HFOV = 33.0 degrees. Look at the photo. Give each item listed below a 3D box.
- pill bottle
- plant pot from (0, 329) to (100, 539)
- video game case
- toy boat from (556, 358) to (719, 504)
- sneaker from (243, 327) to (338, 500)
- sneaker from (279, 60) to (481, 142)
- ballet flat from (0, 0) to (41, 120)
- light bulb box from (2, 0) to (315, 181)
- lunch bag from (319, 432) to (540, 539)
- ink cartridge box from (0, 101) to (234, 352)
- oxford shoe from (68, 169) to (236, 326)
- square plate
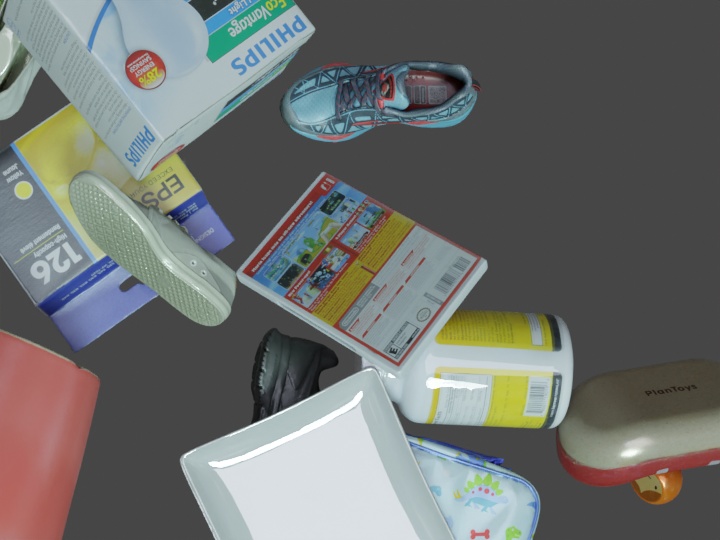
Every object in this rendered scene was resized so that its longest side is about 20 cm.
[{"bbox_3d":[0.097,0.093,1.174,0.199,0.112,0.112,4,85,-5],"label":"pill bottle"},{"bbox_3d":[-0.336,0.153,1.101,0.200,0.200,0.178,23,74,-3],"label":"plant pot"},{"bbox_3d":[0.000,0.000,1.162,0.200,0.017,0.143,30,69,24],"label":"video game case"},{"bbox_3d":[0.291,0.173,1.195,0.200,0.131,0.131,-8,117,-9],"label":"toy boat"},{"bbox_3d":[-0.068,0.160,1.176,0.091,0.076,0.200,11,87,-12],"label":"sneaker"},{"bbox_3d":[0.019,-0.179,1.197,0.200,0.096,0.080,-9,86,-6],"label":"sneaker"},{"bbox_3d":[-0.326,-0.242,1.185,0.069,0.069,0.200,22,83,-3],"label":"ballet flat"},{"bbox_3d":[-0.188,-0.230,1.136,0.198,0.125,0.200,-42,95,-24],"label":"light bulb box"},{"bbox_3d":[0.065,0.243,1.174,0.200,0.082,0.161,18,86,-3],"label":"lunch bag"},{"bbox_3d":[-0.259,-0.057,1.188,0.197,0.047,0.200,-36,88,-7],"label":"ink cartridge box"},{"bbox_3d":[-0.194,-0.027,1.156,0.200,0.075,0.058,43,51,-23],"label":"oxford shoe"},{"bbox_3d":[-0.036,0.218,1.115,0.200,0.028,0.198,-25,87,-4],"label":"square plate"}]
